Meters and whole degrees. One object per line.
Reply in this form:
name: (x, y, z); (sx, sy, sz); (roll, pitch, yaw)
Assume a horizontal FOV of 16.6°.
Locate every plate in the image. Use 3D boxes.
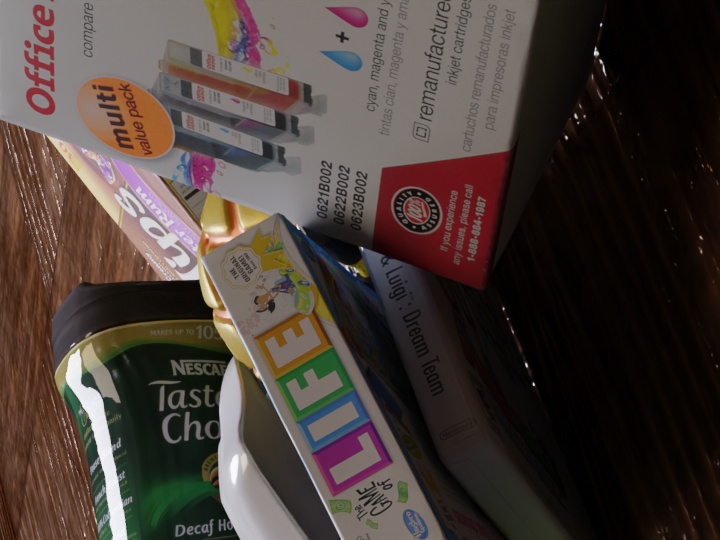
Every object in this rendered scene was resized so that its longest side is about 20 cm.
plate: (-0.017, 0.148, 1.194); (0.200, 0.032, 0.200); (57, -179, -11)

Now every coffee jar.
coffee jar: (-0.097, 0.099, 1.304); (0.085, 0.104, 0.201); (-46, 54, 51)

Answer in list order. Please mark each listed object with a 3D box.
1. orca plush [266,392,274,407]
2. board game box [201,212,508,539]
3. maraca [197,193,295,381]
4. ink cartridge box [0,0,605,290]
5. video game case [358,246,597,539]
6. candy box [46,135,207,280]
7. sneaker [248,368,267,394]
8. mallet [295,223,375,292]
orca plush: (-0.006, 0.148, 1.349); (0.105, 0.071, 0.201); (-28, 71, 25)
board game box: (0.012, 0.064, 0.942); (0.135, 0.034, 0.200); (62, -173, 18)
maraca: (-0.021, 0.016, 1.202); (0.137, 0.107, 0.201); (37, 144, 40)
ink cartridge box: (-0.017, -0.117, 0.891); (0.146, 0.199, 0.145); (98, -164, -47)
video game case: (0.042, 0.032, 1.000); (0.200, 0.024, 0.182); (51, -164, -58)
candy box: (-0.107, -0.055, 1.389); (0.200, 0.056, 0.117); (53, 159, 0)
sneaker: (-0.037, 0.158, 1.429); (0.082, 0.074, 0.201); (92, 171, -79)
mallet: (0.000, 0.000, 1.022); (0.066, 0.041, 0.200); (64, -175, 1)
